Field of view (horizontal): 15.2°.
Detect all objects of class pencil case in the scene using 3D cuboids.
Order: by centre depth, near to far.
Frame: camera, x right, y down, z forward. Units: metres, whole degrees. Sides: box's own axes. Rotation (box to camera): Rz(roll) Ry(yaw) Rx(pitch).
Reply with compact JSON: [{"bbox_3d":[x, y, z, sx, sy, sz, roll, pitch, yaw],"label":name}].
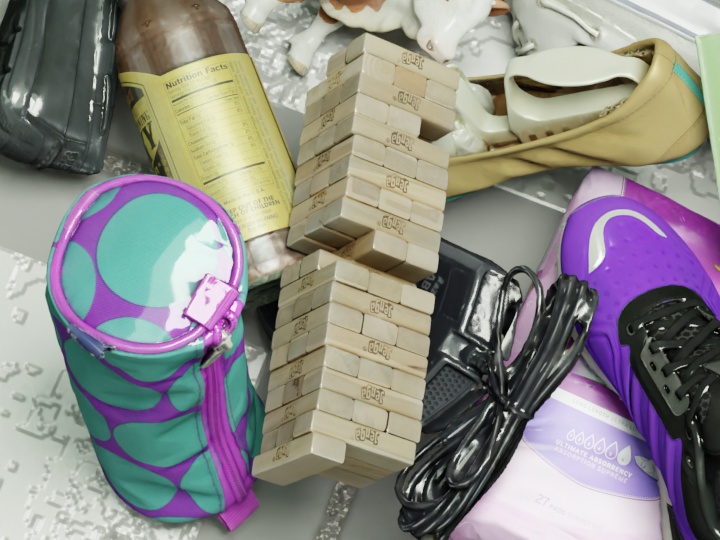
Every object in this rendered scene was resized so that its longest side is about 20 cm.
[{"bbox_3d":[-0.086,0.041,1.200,0.092,0.200,0.085,41,72,20],"label":"pencil case"}]

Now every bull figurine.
[{"bbox_3d":[-0.011,-0.171,1.314,0.121,0.065,0.201,-32,70,20],"label":"bull figurine"}]

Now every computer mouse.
[{"bbox_3d":[0.025,0.032,1.252,0.200,0.053,0.139,38,95,45],"label":"computer mouse"}]

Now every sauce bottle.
[{"bbox_3d":[-0.076,-0.081,1.266,0.064,0.065,0.201,-19,77,-8],"label":"sauce bottle"}]

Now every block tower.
[{"bbox_3d":[0.000,0.000,1.204,0.058,0.054,0.201,20,65,-25],"label":"block tower"}]

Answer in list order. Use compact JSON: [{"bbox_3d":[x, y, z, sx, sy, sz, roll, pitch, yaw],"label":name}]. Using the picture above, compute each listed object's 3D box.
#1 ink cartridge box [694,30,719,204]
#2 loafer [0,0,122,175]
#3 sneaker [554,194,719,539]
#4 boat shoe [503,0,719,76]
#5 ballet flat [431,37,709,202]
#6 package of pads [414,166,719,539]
[{"bbox_3d":[0.232,-0.077,1.272,0.199,0.059,0.104,-13,100,-26],"label":"ink cartridge box"},{"bbox_3d":[-0.134,-0.141,1.328,0.070,0.068,0.201,22,66,-24],"label":"loafer"},{"bbox_3d":[0.152,0.050,1.180,0.069,0.100,0.201,-20,79,-14],"label":"sneaker"},{"bbox_3d":[0.104,-0.126,1.328,0.199,0.071,0.070,27,100,13],"label":"boat shoe"},{"bbox_3d":[0.068,-0.076,1.270,0.199,0.063,0.069,-9,48,26],"label":"ballet flat"},{"bbox_3d":[0.119,0.065,1.266,0.120,0.076,0.201,26,74,3],"label":"package of pads"}]
